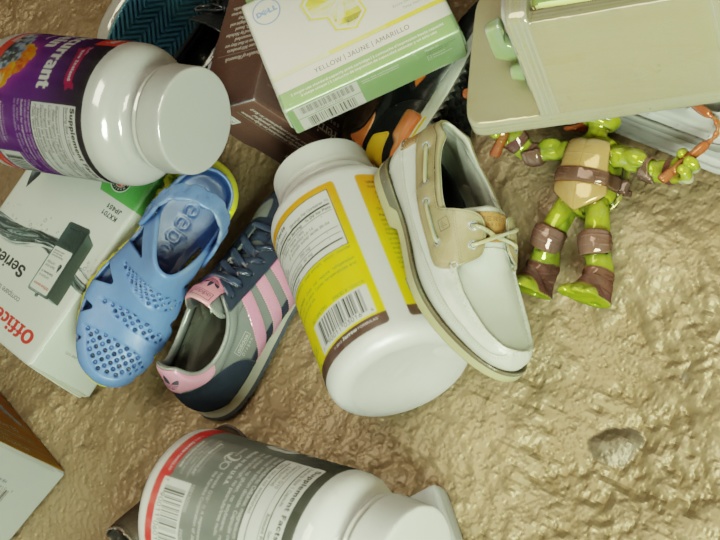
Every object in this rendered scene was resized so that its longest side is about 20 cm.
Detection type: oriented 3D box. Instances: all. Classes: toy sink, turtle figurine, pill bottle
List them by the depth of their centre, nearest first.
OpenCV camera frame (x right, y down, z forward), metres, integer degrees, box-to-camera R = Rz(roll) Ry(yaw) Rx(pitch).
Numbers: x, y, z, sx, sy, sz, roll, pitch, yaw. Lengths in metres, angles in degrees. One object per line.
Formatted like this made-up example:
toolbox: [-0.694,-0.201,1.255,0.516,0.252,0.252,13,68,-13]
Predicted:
pill bottle: [-0.044,0.183,1.110,0.199,0.114,0.114,11,73,35]
toy sink: [0.158,-0.188,1.112,0.199,0.112,0.131,-6,54,20]
turtle figurine: [0.152,-0.060,1.166,0.199,0.064,0.162,12,81,27]
pill bottle: [0.000,0.000,1.201,0.109,0.109,0.201,-32,54,14]
pill bottle: [-0.203,-0.126,1.279,0.199,0.111,0.112,10,73,35]

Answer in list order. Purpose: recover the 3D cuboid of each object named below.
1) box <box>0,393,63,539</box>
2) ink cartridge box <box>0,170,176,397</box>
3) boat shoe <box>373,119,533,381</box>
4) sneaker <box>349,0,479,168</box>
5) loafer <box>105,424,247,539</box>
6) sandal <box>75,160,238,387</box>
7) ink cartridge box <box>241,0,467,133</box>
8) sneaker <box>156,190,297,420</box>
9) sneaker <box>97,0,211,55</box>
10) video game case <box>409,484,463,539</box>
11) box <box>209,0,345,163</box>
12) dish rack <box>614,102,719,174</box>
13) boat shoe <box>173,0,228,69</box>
box: [-0.359,0.127,1.350,0.098,0.124,0.200,-50,52,1]
ink cartridge box: [-0.238,-0.016,1.370,0.146,0.083,0.200,30,85,38]
boat shoe: [0.072,-0.018,1.132,0.068,0.075,0.201,-48,54,33]
sneaker: [0.065,-0.164,1.265,0.090,0.070,0.201,31,88,35]
loafer: [-0.148,0.203,1.216,0.073,0.071,0.201,25,82,37]
sandal: [-0.160,0.000,1.269,0.201,0.079,0.087,-63,12,-2]
ink cartridge box: [-0.021,-0.221,1.241,0.145,0.048,0.201,-24,66,5]
sneaker: [-0.093,0.014,1.267,0.070,0.082,0.201,13,74,35]
sneaker: [-0.178,-0.266,1.459,0.081,0.077,0.201,14,69,44]
video game case: [0.008,0.274,1.117,0.182,0.023,0.201,-30,55,16]
box: [-0.054,-0.200,1.330,0.075,0.100,0.201,-5,65,44]
dish rack: [0.236,-0.173,1.183,0.200,0.044,0.172,27,83,38]
boat shoe: [-0.109,-0.205,1.398,0.074,0.062,0.200,28,82,39]
